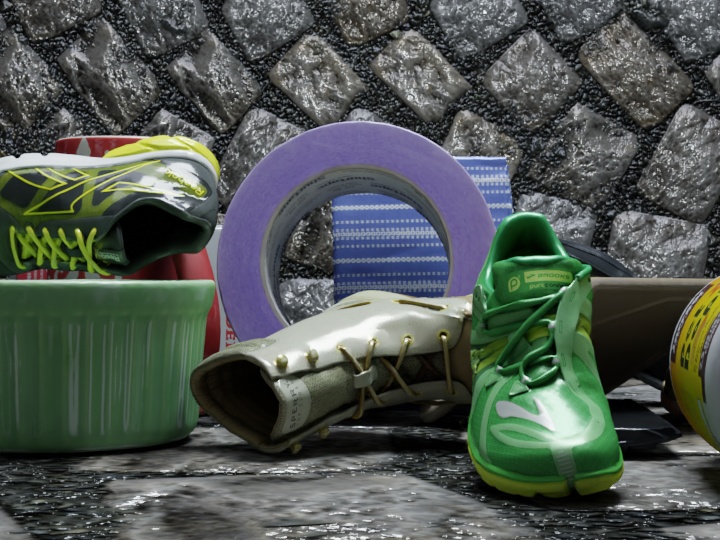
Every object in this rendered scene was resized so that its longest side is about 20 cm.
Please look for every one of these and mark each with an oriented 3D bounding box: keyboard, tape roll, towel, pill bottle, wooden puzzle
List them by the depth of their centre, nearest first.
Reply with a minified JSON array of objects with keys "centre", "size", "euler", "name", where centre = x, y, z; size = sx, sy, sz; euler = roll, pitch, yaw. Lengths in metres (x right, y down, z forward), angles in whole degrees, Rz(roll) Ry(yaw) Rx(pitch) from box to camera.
[{"centre":[0.214,0.050,0.696],"size":[0.108,0.110,0.200],"euler":[0,-1,6],"name":"pill bottle"},{"centre":[0.125,0.096,0.878],"size":[0.126,0.021,0.200],"euler":[1,-1,5],"name":"keyboard"},{"centre":[0.158,0.046,0.963],"size":[0.199,0.037,0.185],"euler":[-5,-26,-37],"name":"wooden puzzle"},{"centre":[0.000,0.000,1.005],"size":[0.198,0.202,0.085],"euler":[0,-10,4],"name":"tape roll"},{"centre":[0.050,0.009,1.072],"size":[0.144,0.201,0.024],"euler":[-1,-18,0],"name":"towel"}]

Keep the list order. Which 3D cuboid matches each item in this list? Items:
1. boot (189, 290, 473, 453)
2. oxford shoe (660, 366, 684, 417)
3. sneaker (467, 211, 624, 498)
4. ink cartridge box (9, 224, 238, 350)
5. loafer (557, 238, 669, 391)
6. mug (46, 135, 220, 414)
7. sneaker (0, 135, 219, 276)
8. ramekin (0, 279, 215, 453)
[{"centre":[0.013,0.060,0.815],"size":[0.199,0.073,0.154],"euler":[4,16,44],"name":"boot"},{"centre":[0.256,0.068,0.964],"size":[0.070,0.074,0.200],"euler":[0,0,-6],"name":"oxford shoe"},{"centre":[0.084,0.038,0.698],"size":[0.074,0.084,0.200],"euler":[-7,32,2],"name":"sneaker"},{"centre":[-0.193,0.032,1.182],"size":[0.199,0.147,0.083],"euler":[0,1,-19],"name":"ink cartridge box"},{"centre":[0.208,0.040,1.103],"size":[0.200,0.068,0.070],"euler":[33,17,-5],"name":"loafer"},{"centre":[-0.154,0.004,1.033],"size":[0.176,0.202,0.133],"euler":[0,-1,26],"name":"mug"},{"centre":[-0.186,-0.033,0.909],"size":[0.199,0.075,0.085],"euler":[-17,39,-4],"name":"sneaker"},{"centre":[-0.189,0.055,0.865],"size":[0.198,0.098,0.200],"euler":[0,0,0],"name":"ramekin"}]
